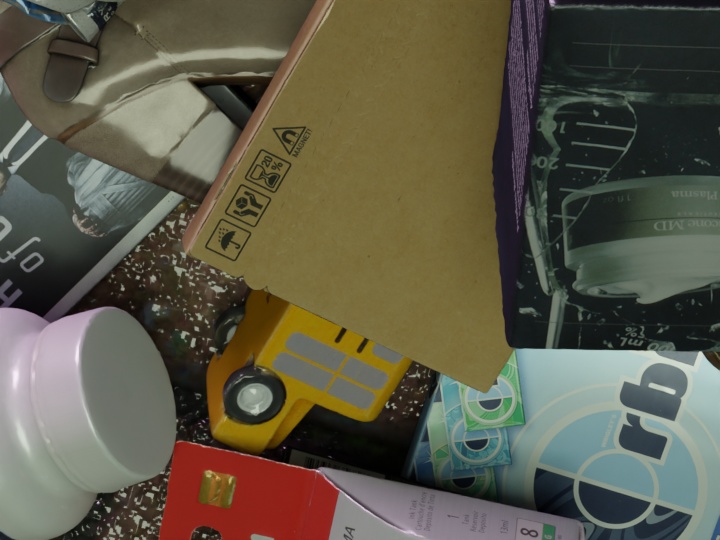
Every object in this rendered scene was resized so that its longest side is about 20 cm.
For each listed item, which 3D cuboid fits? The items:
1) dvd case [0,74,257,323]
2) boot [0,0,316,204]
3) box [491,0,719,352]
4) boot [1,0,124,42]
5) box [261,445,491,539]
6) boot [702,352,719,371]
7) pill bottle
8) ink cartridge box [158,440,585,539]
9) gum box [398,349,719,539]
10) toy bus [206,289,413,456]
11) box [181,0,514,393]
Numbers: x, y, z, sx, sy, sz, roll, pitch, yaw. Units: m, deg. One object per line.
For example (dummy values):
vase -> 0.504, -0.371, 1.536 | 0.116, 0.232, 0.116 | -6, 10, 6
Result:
dvd case -> -0.167, -0.059, 1.315 | 0.200, 0.025, 0.150 | -43, 100, 13
boot -> -0.076, -0.134, 1.254 | 0.146, 0.070, 0.200 | 41, 78, -1
box -> 0.160, -0.074, 1.095 | 0.198, 0.125, 0.197 | 1, 140, -2
boot -> -0.100, -0.143, 1.197 | 0.198, 0.074, 0.096 | 15, 79, 7
box -> 0.006, 0.191, 1.355 | 0.142, 0.036, 0.201 | 16, 121, -2
boot -> 0.216, -0.044, 1.243 | 0.074, 0.097, 0.201 | 20, 87, -2
pill bottle -> -0.192, 0.082, 1.288 | 0.199, 0.111, 0.112 | -17, 107, 25
ink cartridge box -> -0.005, 0.174, 1.299 | 0.198, 0.050, 0.162 | 11, 121, -2
gum box -> 0.135, 0.069, 1.330 | 0.199, 0.045, 0.171 | 18, 107, -2
toy bus -> 0.000, 0.000, 1.286 | 0.078, 0.065, 0.201 | 23, 114, -20
box -> 0.038, -0.059, 1.208 | 0.163, 0.021, 0.201 | 25, 108, -18
